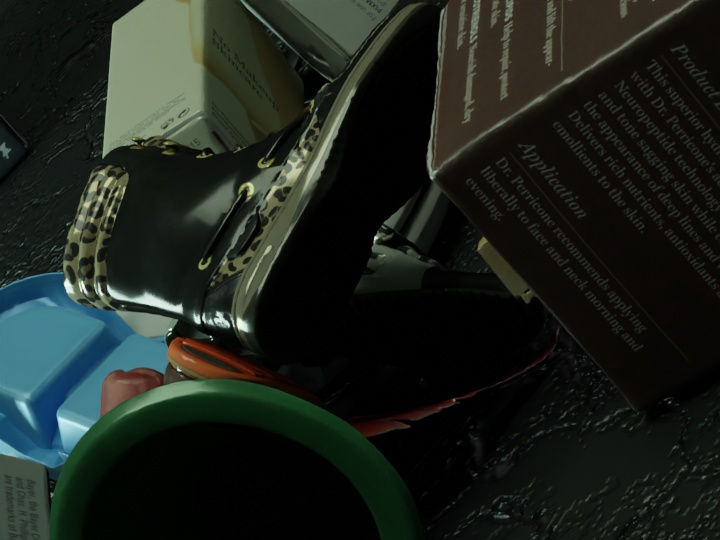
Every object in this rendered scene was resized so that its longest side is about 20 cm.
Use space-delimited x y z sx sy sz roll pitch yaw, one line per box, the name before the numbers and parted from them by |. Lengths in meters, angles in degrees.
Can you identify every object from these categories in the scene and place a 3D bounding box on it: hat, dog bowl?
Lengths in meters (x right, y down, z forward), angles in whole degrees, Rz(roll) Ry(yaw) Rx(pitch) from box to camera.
hat | -0.031 0.101 1.384 0.176 0.199 0.166 -66 -6 -67
dog bowl | -0.144 0.067 1.566 0.200 0.050 0.111 17 52 40

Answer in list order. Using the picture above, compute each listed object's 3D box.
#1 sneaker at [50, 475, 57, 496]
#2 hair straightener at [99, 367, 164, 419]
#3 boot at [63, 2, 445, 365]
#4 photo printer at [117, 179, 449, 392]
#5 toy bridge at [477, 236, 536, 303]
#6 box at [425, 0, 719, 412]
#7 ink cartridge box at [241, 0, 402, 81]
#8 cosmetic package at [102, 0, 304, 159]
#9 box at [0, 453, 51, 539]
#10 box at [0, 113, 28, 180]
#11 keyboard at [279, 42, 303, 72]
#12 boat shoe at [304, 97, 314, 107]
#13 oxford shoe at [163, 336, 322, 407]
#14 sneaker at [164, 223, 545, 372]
sneaker | -0.183 0.166 1.557 0.070 0.094 0.200 10 24 27
hair straightener | -0.108 0.154 1.439 0.041 0.077 0.201 -4 68 4
boot | -0.048 -0.049 1.401 0.150 0.073 0.200 7 61 41
photo printer | -0.044 -0.001 1.623 0.200 0.069 0.167 -10 40 50
toy bridge | 0.090 -0.018 1.446 0.027 0.067 0.200 -37 9 12
box | 0.158 -0.078 1.322 0.200 0.166 0.164 -32 25 22
ink cartridge box | 0.020 -0.213 1.637 0.200 0.083 0.147 -52 4 -4
cosmetic package | -0.084 -0.078 1.600 0.071 0.105 0.200 -33 27 15
box | -0.220 0.211 1.359 0.200 0.105 0.184 -58 29 37
box | -0.385 -0.075 2.204 0.200 0.124 0.197 -48 26 -11
keyboard | -0.079 -0.090 1.824 0.127 0.021 0.200 -51 6 16
boat shoe | 0.024 -0.091 1.671 0.199 0.066 0.075 -10 41 51
oxford shoe | -0.061 0.084 1.425 0.071 0.200 0.073 24 81 18
sneaker | 0.000 0.000 1.462 0.199 0.074 0.089 0 56 22
